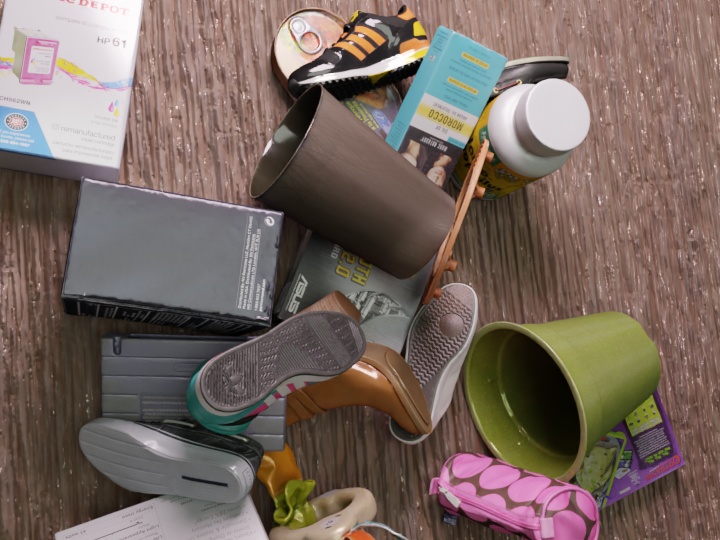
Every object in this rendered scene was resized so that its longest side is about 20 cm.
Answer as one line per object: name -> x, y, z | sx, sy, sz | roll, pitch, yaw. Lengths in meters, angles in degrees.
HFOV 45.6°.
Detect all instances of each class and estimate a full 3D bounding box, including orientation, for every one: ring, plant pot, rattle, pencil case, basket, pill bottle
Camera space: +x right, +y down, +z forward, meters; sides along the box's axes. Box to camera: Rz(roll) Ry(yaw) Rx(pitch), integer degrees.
ring -> 0.113, -0.053, 0.981 | 0.019, 0.201, 0.201 | 21, 76, 2
plant pot -> 0.262, 0.134, 1.050 | 0.189, 0.200, 0.201 | -16, 88, -31
rattle -> -0.039, 0.234, 0.914 | 0.129, 0.200, 0.144 | -4, 84, -19
pencil case -> 0.171, 0.267, 0.981 | 0.093, 0.200, 0.091 | 15, 81, -32
basket -> -0.004, -0.090, 0.954 | 0.199, 0.181, 0.136 | 33, 115, -20
pill bottle -> 0.190, -0.159, 1.046 | 0.112, 0.200, 0.114 | 3, 82, -18

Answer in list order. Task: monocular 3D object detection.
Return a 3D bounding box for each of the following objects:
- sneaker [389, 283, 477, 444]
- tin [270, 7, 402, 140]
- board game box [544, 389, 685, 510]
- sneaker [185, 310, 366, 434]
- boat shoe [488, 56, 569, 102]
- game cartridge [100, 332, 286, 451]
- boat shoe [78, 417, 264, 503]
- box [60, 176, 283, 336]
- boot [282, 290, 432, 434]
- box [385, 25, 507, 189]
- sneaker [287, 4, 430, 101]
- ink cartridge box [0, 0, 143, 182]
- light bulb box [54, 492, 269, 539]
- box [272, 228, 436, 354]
sneaker -> 0.087, 0.113, 1.039 | 0.072, 0.085, 0.201 | 22, 80, 16
tin -> -0.030, -0.231, 1.069 | 0.112, 0.042, 0.200 | -40, 96, -23
board game box -> 0.324, 0.239, 1.127 | 0.199, 0.032, 0.121 | -20, 85, -19
sneaker -> -0.096, 0.108, 0.877 | 0.199, 0.121, 0.084 | -17, 79, -38
boat shoe -> 0.186, -0.245, 1.127 | 0.200, 0.074, 0.064 | -13, 96, -18
game cartridge -> -0.180, 0.134, 0.932 | 0.198, 0.038, 0.131 | 2, 104, -3
boat shoe -> -0.194, 0.190, 0.892 | 0.199, 0.071, 0.073 | 12, 114, 15
box -> -0.201, -0.006, 0.893 | 0.197, 0.200, 0.124 | 8, 80, -17
boot -> -0.028, 0.139, 0.969 | 0.155, 0.077, 0.200 | -39, 102, 16
box -> 0.092, -0.183, 1.035 | 0.082, 0.049, 0.201 | 19, 107, -23
sneaker -> -0.009, -0.264, 1.030 | 0.199, 0.070, 0.091 | -20, 84, -24
ink cartridge box -> -0.325, -0.209, 0.942 | 0.144, 0.085, 0.202 | 8, 79, -17
light bulb box -> -0.175, 0.335, 0.841 | 0.197, 0.200, 0.125 | -16, 132, -19
box -> 0.000, 0.000, 1.040 | 0.158, 0.048, 0.201 | 26, 76, -13
